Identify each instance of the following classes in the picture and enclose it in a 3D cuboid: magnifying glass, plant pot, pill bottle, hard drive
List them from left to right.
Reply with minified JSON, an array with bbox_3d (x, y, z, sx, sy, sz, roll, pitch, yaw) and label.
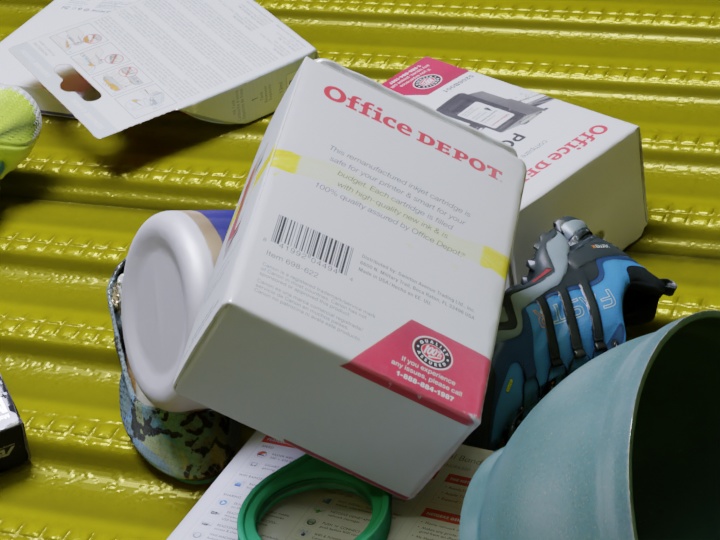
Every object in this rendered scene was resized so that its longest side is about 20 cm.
[{"bbox_3d":[-0.238,-0.194,1.651,0.131,0.026,0.200,9,36,25],"label":"hard drive"},{"bbox_3d":[-0.032,0.021,1.142,0.199,0.117,0.116,-1,26,-30],"label":"pill bottle"},{"bbox_3d":[0.002,0.102,1.047,0.079,0.023,0.200,10,39,27],"label":"magnifying glass"},{"bbox_3d":[0.133,0.132,0.925,0.134,0.201,0.200,-18,21,40],"label":"plant pot"}]

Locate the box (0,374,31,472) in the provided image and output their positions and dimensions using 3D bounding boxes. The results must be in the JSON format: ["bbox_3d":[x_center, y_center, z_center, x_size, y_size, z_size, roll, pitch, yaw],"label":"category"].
[{"bbox_3d":[-0.324,0.081,1.177,0.199,0.044,0.161,-22,57,-18],"label":"box"}]

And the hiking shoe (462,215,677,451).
[{"bbox_3d":[0.117,0.048,1.145,0.086,0.075,0.200,25,53,15],"label":"hiking shoe"}]

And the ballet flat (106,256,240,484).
[{"bbox_3d":[-0.124,0.053,1.200,0.074,0.075,0.200,-16,33,-11],"label":"ballet flat"}]

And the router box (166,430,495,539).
[{"bbox_3d":[0.001,0.159,1.021,0.199,0.049,0.180,10,37,27],"label":"router box"}]

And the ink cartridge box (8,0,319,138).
[{"bbox_3d":[-0.156,-0.161,1.544,0.199,0.057,0.162,-28,45,-22],"label":"ink cartridge box"}]

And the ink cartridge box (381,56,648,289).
[{"bbox_3d":[0.076,-0.060,1.311,0.199,0.084,0.145,22,44,39],"label":"ink cartridge box"}]

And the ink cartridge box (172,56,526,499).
[{"bbox_3d":[0.000,0.000,1.035,0.144,0.084,0.201,25,45,-9],"label":"ink cartridge box"}]

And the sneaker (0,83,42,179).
[{"bbox_3d":[-0.321,-0.055,1.434,0.200,0.076,0.105,-43,10,-23],"label":"sneaker"}]
